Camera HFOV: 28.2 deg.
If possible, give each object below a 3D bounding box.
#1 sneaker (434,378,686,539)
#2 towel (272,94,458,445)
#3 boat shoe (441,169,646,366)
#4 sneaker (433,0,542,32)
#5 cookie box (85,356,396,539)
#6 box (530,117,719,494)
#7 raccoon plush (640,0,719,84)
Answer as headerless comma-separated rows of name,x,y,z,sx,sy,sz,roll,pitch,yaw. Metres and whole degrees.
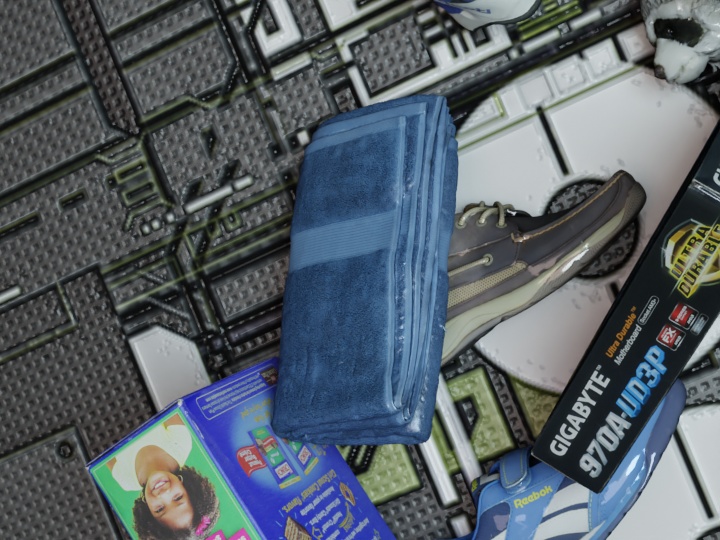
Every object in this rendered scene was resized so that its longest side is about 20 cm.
sneaker,0.114,0.132,0.851,0.082,0.074,0.201,41,99,12
towel,0.000,0.000,0.837,0.111,0.048,0.202,-9,67,38
boat shoe,0.075,-0.005,0.851,0.199,0.074,0.074,-35,85,12
sneaker,0.039,-0.196,0.848,0.081,0.115,0.199,-52,52,10
cookie box,-0.048,0.164,0.842,0.075,0.171,0.201,-35,85,16
box,0.168,-0.001,0.743,0.046,0.159,0.201,30,133,9
raccoon plush,0.251,-0.165,0.813,0.199,0.097,0.134,-37,68,-17
